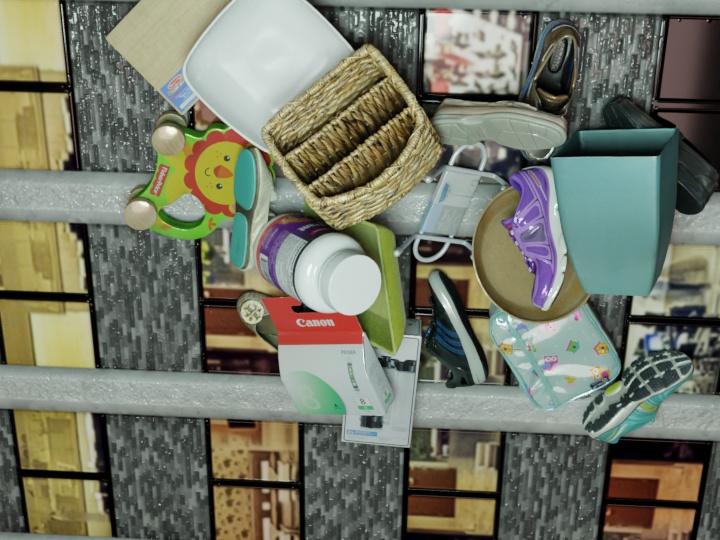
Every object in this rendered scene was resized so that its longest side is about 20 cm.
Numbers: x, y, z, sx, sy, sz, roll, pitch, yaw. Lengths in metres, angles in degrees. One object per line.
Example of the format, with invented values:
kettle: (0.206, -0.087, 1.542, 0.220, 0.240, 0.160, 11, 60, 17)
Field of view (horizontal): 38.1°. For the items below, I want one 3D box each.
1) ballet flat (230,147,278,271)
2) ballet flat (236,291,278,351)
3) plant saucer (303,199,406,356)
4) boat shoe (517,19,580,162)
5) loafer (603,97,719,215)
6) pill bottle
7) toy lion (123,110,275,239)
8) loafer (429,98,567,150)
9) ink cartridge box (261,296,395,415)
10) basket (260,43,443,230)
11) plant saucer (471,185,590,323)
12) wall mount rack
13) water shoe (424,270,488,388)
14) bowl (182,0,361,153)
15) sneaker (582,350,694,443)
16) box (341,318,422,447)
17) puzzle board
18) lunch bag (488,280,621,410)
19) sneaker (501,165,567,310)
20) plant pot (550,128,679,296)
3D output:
ballet flat: (-0.151, -0.093, 1.510, 0.062, 0.067, 0.201, -14, 130, -35)
ballet flat: (-0.113, 0.109, 1.625, 0.067, 0.046, 0.200, -40, 106, 20)
plant saucer: (0.000, 0.000, 1.520, 0.048, 0.199, 0.201, -21, 116, -28)
boat shoe: (0.257, -0.240, 1.436, 0.072, 0.072, 0.201, 6, 114, 1)
loafer: (0.423, -0.171, 1.468, 0.200, 0.073, 0.072, 47, 70, -8)
pill bottle: (-0.058, -0.006, 1.443, 0.111, 0.200, 0.112, -11, 111, -30)
toy lion: (-0.227, -0.131, 1.529, 0.191, 0.069, 0.201, 21, 113, -13)
loafer: (0.188, -0.209, 1.422, 0.199, 0.063, 0.072, 6, 151, 29)
ink cartridge box: (-0.056, 0.129, 1.545, 0.160, 0.050, 0.201, -3, 128, 33)
basket: (-0.007, -0.168, 1.391, 0.199, 0.143, 0.149, -36, 141, 3)
plant saucer: (0.246, -0.025, 1.485, 0.199, 0.035, 0.202, 1, 86, -14)
wall mount rack: (0.121, -0.084, 1.480, 0.173, 0.075, 0.201, 4, 119, -36)
water shoe: (0.129, 0.097, 1.591, 0.078, 0.072, 0.201, -20, 110, 14)
bowl: (-0.122, -0.286, 1.430, 0.200, 0.075, 0.200, 40, 107, -23)
sneaker: (0.437, 0.197, 1.624, 0.079, 0.078, 0.200, 33, 118, -31)
box: (0.031, 0.173, 1.636, 0.116, 0.060, 0.201, 6, 113, 1)
puzzle board: (-0.235, -0.338, 1.455, 0.200, 0.017, 0.151, -41, 106, 16)
lunch bag: (0.291, 0.111, 1.581, 0.160, 0.077, 0.201, -29, 106, 14)
sneaker: (0.237, -0.043, 1.439, 0.083, 0.081, 0.202, -3, 78, 0)
plant pot: (0.347, -0.075, 1.402, 0.140, 0.141, 0.201, 3, 112, 27)
